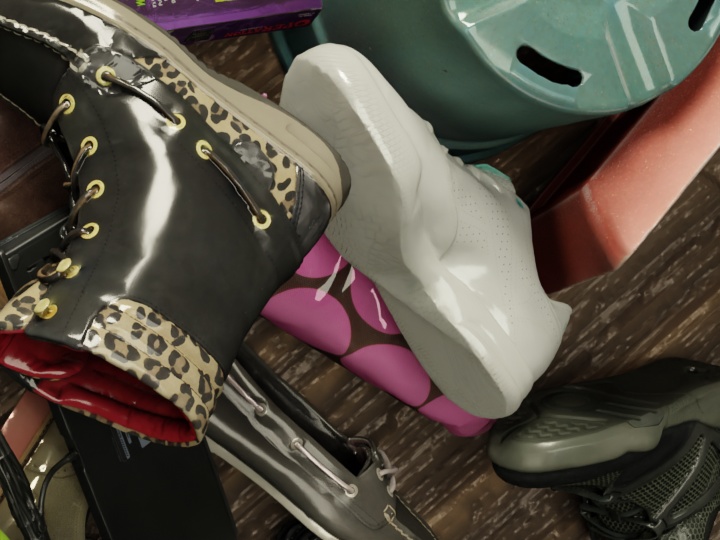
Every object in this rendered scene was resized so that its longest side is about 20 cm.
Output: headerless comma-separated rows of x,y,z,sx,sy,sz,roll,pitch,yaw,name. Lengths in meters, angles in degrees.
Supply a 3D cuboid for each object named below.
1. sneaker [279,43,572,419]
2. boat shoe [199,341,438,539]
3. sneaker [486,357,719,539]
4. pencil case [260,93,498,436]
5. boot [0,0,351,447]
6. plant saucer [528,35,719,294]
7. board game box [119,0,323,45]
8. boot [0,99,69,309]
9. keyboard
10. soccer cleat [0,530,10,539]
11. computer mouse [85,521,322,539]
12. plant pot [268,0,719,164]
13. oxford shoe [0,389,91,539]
0.036,-0.032,0.757,0.088,0.075,0.201,-44,117,-29,sneaker
-0.026,0.090,0.822,0.199,0.067,0.057,36,99,-15,boat shoe
0.139,0.115,0.851,0.199,0.076,0.115,-6,103,-51,sneaker
0.000,0.000,0.817,0.199,0.091,0.094,34,81,-20,pencil case
-0.116,-0.028,0.676,0.199,0.073,0.151,30,59,-9,boot
0.153,-0.077,0.808,0.037,0.200,0.200,40,82,-1,plant saucer
-0.099,-0.206,0.763,0.119,0.032,0.202,-10,81,-24,board game box
-0.190,-0.078,0.752,0.166,0.072,0.200,-43,116,-7,boot
-0.126,0.077,0.733,0.127,0.020,0.202,-37,116,-45,keyboard
-0.218,0.097,0.697,0.068,0.199,0.081,-52,140,-18,soccer cleat
-0.101,0.181,0.819,0.198,0.044,0.111,6,94,-19,computer mouse
0.070,-0.148,0.769,0.198,0.196,0.202,-2,95,-17,plant pot
-0.166,0.149,0.750,0.074,0.070,0.201,27,73,-5,oxford shoe
